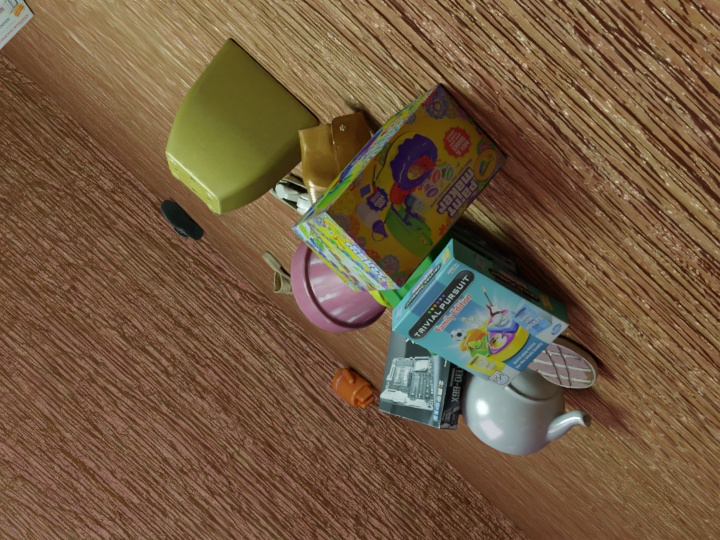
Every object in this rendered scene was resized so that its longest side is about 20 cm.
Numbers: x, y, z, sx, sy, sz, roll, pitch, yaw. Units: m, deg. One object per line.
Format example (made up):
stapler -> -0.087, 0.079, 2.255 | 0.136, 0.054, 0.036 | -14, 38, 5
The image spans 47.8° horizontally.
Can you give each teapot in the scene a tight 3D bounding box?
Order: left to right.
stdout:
teapot -> 0.267, 0.198, 1.382 | 0.196, 0.199, 0.148 | 13, 128, -8

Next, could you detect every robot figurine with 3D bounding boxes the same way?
robot figurine -> -0.033, 0.460, 3.210 | 0.199, 0.118, 0.143 | 31, -176, 37

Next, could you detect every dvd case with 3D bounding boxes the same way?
dvd case -> 0.192, 0.002, 1.244 | 0.148, 0.016, 0.201 | 35, 165, 32

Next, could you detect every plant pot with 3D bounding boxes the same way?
plant pot -> -0.213, -0.212, 1.339 | 0.195, 0.201, 0.194 | 42, 167, -1
plant pot -> 0.000, 0.000, 1.450 | 0.200, 0.201, 0.178 | 45, 148, -16

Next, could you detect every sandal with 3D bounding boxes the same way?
sandal -> -0.257, 0.035, 2.579 | 0.077, 0.070, 0.212 | 24, 158, 54

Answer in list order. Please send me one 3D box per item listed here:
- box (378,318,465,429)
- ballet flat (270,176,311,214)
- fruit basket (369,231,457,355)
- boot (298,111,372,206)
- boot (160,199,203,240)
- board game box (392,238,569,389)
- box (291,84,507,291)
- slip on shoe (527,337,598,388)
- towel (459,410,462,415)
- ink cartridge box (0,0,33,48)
box -> 0.114, 0.161, 1.424 | 0.049, 0.204, 0.156 | 12, 177, -41
ballet flat -> -0.112, -0.132, 1.575 | 0.062, 0.069, 0.199 | 4, -163, -41
fruit basket -> 0.068, 0.017, 1.237 | 0.211, 0.157, 0.218 | 9, 137, 9
boot -> 0.016, -0.147, 1.128 | 0.071, 0.197, 0.147 | -88, -8, -79
boot -> -0.721, -0.194, 3.193 | 0.203, 0.074, 0.153 | 44, 163, -24
board game box -> 0.166, 0.066, 1.137 | 0.198, 0.152, 0.047 | 28, -147, -16
box -> 0.040, -0.089, 0.980 | 0.122, 0.201, 0.192 | 44, 166, -11
slip on shoe -> 0.287, 0.127, 1.288 | 0.197, 0.060, 0.077 | 12, 118, 36
towel -> 0.222, 0.228, 1.517 | 0.189, 0.035, 0.200 | 18, -161, -4
ink cartridge box -> -0.994, -0.718, 2.136 | 0.144, 0.148, 0.200 | 37, 167, 15
